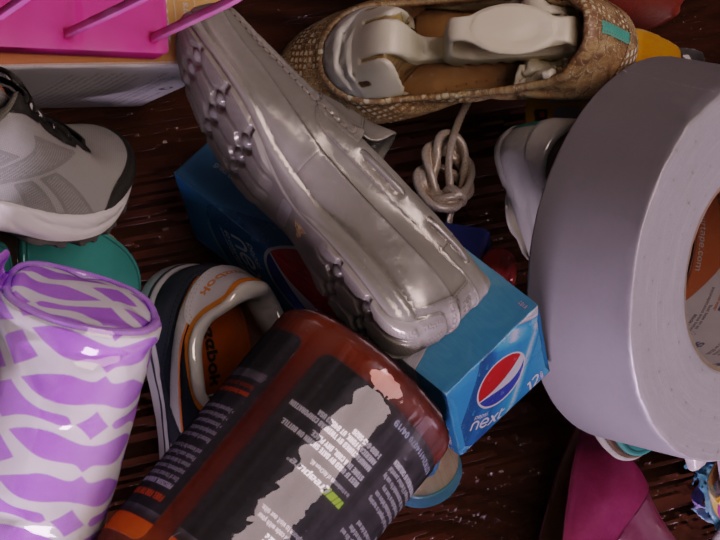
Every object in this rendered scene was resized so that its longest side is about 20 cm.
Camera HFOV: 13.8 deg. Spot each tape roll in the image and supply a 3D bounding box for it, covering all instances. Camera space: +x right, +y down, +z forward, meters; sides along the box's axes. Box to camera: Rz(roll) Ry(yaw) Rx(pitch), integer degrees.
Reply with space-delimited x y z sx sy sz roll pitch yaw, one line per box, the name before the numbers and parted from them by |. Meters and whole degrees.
tape roll | 0.170 -0.006 1.525 0.200 0.066 0.202 -19 115 -47

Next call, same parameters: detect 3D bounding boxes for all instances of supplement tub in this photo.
supplement tub | -0.055 0.122 1.407 0.107 0.107 0.200 45 74 -16

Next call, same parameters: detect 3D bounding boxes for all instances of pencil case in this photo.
pencil case | -0.157 0.096 1.414 0.085 0.084 0.201 19 105 4

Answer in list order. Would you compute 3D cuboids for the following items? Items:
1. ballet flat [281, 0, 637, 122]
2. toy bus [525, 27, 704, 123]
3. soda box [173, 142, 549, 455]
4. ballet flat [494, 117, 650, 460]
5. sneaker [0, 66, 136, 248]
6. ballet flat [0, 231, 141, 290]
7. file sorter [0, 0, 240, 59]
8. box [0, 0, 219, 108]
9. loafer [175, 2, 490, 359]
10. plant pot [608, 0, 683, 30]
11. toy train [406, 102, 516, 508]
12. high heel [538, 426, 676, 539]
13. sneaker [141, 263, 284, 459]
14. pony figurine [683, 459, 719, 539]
ballet flat | 0.042 -0.118 1.543 0.065 0.199 0.071 35 50 -68
toy bus | 0.165 -0.077 1.645 0.200 0.078 0.066 25 65 -61
soda box | 0.000 0.000 1.490 0.068 0.064 0.200 -42 60 -17
ballet flat | 0.116 0.006 1.575 0.069 0.069 0.201 -34 121 -30
sneaker | -0.167 -0.058 1.403 0.200 0.074 0.080 -6 120 -60
ballet flat | -0.186 0.003 1.454 0.200 0.065 0.071 8 80 -60
file sorter | -0.158 -0.181 1.351 0.199 0.125 0.140 0 81 -31
box | -0.179 -0.162 1.471 0.199 0.106 0.153 -4 84 -31
loafer | -0.016 -0.050 1.429 0.070 0.070 0.200 -32 81 -24
plant pot | 0.097 -0.229 1.605 0.195 0.200 0.202 22 71 -34
toy train | 0.045 0.019 1.578 0.084 0.116 0.201 10 60 15
high heel | 0.085 0.169 1.602 0.200 0.067 0.096 -36 90 -35
sneaker | -0.058 0.095 1.506 0.078 0.079 0.201 -21 100 -33
pony figurine | 0.253 0.098 1.666 0.193 0.166 0.201 -37 107 -15
